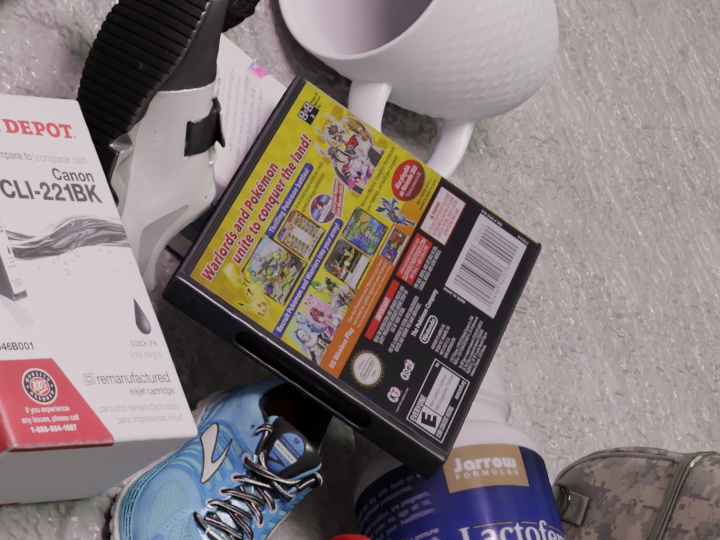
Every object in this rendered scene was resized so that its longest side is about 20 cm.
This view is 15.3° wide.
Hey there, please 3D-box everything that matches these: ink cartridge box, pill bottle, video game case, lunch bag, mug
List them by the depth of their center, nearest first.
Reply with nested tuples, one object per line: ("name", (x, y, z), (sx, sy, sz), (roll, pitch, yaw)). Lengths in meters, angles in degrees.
("ink cartridge box", (-0.186, 0.012, 1.370), (0.144, 0.084, 0.201), (1, 63, -54))
("video game case", (0.000, 0.000, 1.531), (0.180, 0.026, 0.200), (35, 43, -6))
("pill bottle", (0.060, 0.159, 1.553), (0.115, 0.115, 0.201), (18, 49, -47))
("ink cartridge box", (-0.097, -0.077, 1.590), (0.200, 0.067, 0.118), (40, 37, -30))
("lunch bag", (0.231, 0.190, 1.751), (0.199, 0.140, 0.167), (21, 3, -43))
("mug", (0.046, -0.154, 1.812), (0.175, 0.147, 0.201), (29, 72, -50))

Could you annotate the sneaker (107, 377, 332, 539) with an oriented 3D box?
("sneaker", (-0.068, 0.113, 1.446), (0.078, 0.090, 0.200), (48, 35, -16))

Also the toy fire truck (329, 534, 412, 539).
("toy fire truck", (-0.032, 0.237, 1.386), (0.200, 0.128, 0.177), (11, 55, -63))

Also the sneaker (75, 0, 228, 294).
("sneaker", (-0.110, -0.078, 1.478), (0.088, 0.201, 0.074), (17, 12, -43))

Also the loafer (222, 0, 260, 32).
("loafer", (-0.113, -0.249, 1.713), (0.068, 0.070, 0.202), (-6, 69, -57))
